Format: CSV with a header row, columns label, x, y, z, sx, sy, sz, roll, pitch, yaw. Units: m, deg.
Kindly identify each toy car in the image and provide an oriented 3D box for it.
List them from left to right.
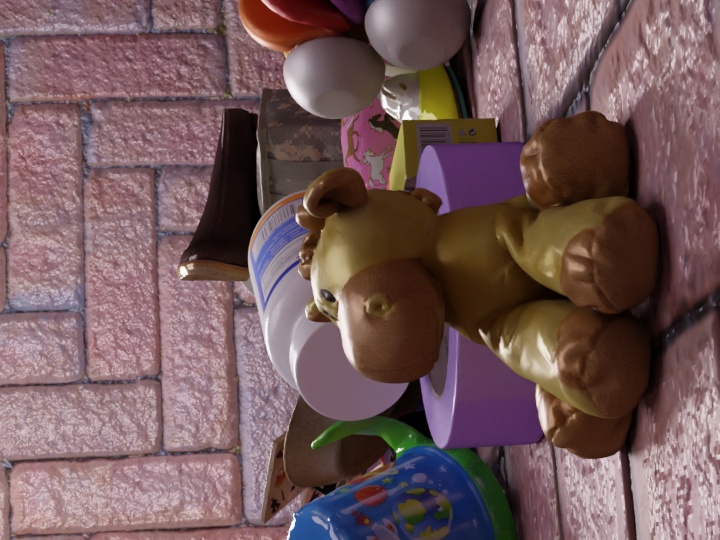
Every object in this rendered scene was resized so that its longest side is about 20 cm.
label,x,y,z,sx,sy,sz,roll,pitch,yaw
toy car,-0.012,-0.236,1.178,0.150,0.199,0.176,28,-132,-42

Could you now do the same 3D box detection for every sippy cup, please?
label,x,y,z,sx,sy,sz,roll,pitch,yaw
sippy cup,0.022,0.200,1.060,0.178,0.130,0.141,35,127,45

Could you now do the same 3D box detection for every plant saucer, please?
label,x,y,z,sx,sy,sz,roll,pitch,yaw
plant saucer,0.010,0.103,1.252,0.200,0.035,0.201,-45,-27,-32

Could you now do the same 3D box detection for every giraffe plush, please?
label,x,y,z,sx,sy,sz,roll,pitch,yaw
giraffe plush,0.049,0.000,0.767,0.200,0.161,0.174,-104,13,-63

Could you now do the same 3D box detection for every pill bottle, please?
label,x,y,z,sx,sy,sz,roll,pitch,yaw
pill bottle,-0.019,0.025,1.077,0.200,0.111,0.113,-112,21,-64

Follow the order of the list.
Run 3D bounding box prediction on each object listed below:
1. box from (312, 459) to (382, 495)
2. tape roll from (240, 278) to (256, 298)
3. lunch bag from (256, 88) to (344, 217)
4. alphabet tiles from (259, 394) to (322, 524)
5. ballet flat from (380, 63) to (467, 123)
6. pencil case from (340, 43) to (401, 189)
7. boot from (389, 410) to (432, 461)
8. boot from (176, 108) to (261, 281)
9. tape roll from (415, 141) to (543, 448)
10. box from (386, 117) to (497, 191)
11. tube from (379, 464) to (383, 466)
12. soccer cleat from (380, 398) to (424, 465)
label,x,y,z,sx,sy,sz,roll,pitch,yaw
box,0.013,0.100,1.343,0.110,0.035,0.201,-30,-39,-50
tape roll,-0.053,-0.055,1.633,0.139,0.201,0.204,-129,37,-82
lunch bag,-0.018,-0.069,1.445,0.118,0.163,0.201,-91,1,-59
alphabet tiles,-0.024,0.146,1.373,0.200,0.008,0.168,-35,-34,-45
ballet flat,0.047,-0.161,1.241,0.067,0.066,0.201,93,172,-51
pencil case,0.028,-0.144,1.316,0.083,0.086,0.201,-28,56,43
boot,0.077,0.232,1.244,0.188,0.068,0.201,-116,15,-67
boot,-0.136,-0.075,1.456,0.200,0.072,0.168,-29,-61,-81
tape roll,0.078,0.016,0.988,0.200,0.065,0.202,178,90,-84
box,0.057,-0.052,1.148,0.200,0.075,0.050,100,167,-70
tube,0.021,0.123,1.539,0.058,0.052,0.201,30,145,37
soccer cleat,0.058,0.217,1.375,0.076,0.066,0.201,25,115,48
